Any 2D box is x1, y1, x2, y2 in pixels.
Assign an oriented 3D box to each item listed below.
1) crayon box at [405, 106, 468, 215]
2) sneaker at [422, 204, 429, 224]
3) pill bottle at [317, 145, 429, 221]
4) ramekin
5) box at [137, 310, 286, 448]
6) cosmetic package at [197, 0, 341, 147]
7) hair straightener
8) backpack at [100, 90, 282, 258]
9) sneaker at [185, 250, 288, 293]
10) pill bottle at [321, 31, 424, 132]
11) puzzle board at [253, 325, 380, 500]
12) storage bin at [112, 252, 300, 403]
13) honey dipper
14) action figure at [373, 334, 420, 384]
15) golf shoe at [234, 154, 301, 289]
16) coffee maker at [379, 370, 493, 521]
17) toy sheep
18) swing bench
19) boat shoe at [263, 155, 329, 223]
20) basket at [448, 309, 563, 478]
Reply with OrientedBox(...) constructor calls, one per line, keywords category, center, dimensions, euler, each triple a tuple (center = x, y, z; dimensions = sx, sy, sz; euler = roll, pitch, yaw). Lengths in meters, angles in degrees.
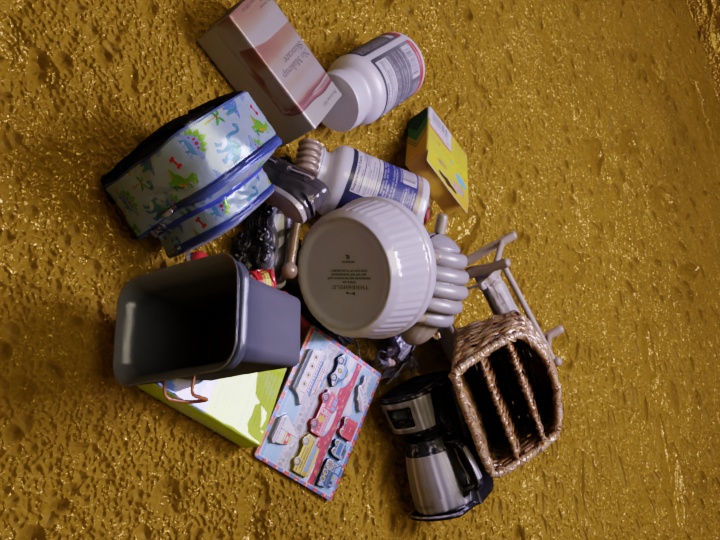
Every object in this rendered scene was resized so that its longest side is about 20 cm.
OrientedBox(category="crayon box", center=(0.135, -0.186, 1.439), dimensions=(0.127, 0.050, 0.201), euler=(48, 27, -24))
OrientedBox(category="sneaker", center=(0.080, -0.063, 1.381), dimensions=(0.107, 0.067, 0.205), euler=(-5, 79, -43))
OrientedBox(category="pill bottle", center=(-0.004, -0.122, 1.253), dimensions=(0.197, 0.111, 0.113), euler=(21, 61, -14))
OrientedBox(category="ramekin", center=(0.000, 0.000, 1.149), dimensions=(0.094, 0.200, 0.206), euler=(-11, 85, -56))
OrientedBox(category="box", center=(-0.194, 0.130, 1.057), dimensions=(0.199, 0.047, 0.123), euler=(38, 52, -30))
OrientedBox(category="cosmetic package", center=(-0.132, -0.301, 1.223), dimensions=(0.201, 0.087, 0.104), euler=(50, 47, -22))
OrientedBox(category="hair straightener", center=(-0.048, 0.081, 1.223), dimensions=(0.200, 0.041, 0.078), euler=(44, 50, -23))
OrientedBox(category="backpack", center=(-0.191, -0.121, 1.018), dimensions=(0.148, 0.199, 0.183), euler=(54, 46, -11))
OrientedBox(category="sneaker", center=(-0.153, 0.018, 1.072), dimensions=(0.200, 0.084, 0.078), euler=(40, 27, -55))
OrientedBox(category="pill bottle", center=(0.012, -0.309, 1.352), dimensions=(0.200, 0.115, 0.117), euler=(-41, 107, -44))
OrientedBox(category="puzzle board", center=(-0.055, 0.203, 1.174), dimensions=(0.150, 0.017, 0.202), euler=(38, 63, -31))
OrientedBox(category="storage bin", center=(-0.165, 0.079, 0.938), dimensions=(0.134, 0.198, 0.148), euler=(20, 63, -50))
OrientedBox(category="honey dipper", center=(-0.085, -0.086, 1.145), dimensions=(0.038, 0.038, 0.203), euler=(24, 66, -38))
OrientedBox(category="action figure", center=(0.043, 0.089, 1.298), dimensions=(0.201, 0.069, 0.131), euler=(57, 36, -22))
OrientedBox(category="golf shoe", center=(-0.125, -0.068, 1.182), dimensions=(0.095, 0.077, 0.203), euler=(47, 47, -50))
OrientedBox(category="coffee maker", center=(0.125, 0.266, 1.302), dimensions=(0.192, 0.133, 0.203), euler=(-17, 91, -73))
OrientedBox(category="toy sheep", center=(0.101, 0.015, 1.234), dimensions=(0.137, 0.137, 0.203), euler=(9, 100, -43))
OrientedBox(category="swing bench", center=(0.204, 0.079, 1.359), dimensions=(0.201, 0.198, 0.130), euler=(59, 25, -13))
OrientedBox(category="boat shoe", center=(-0.119, -0.127, 1.120), dimensions=(0.057, 0.199, 0.067), euler=(-39, 141, -20))
OrientedBox(category="basket", center=(0.228, 0.183, 1.235), dimensions=(0.149, 0.141, 0.203), euler=(-68, 139, -67))
